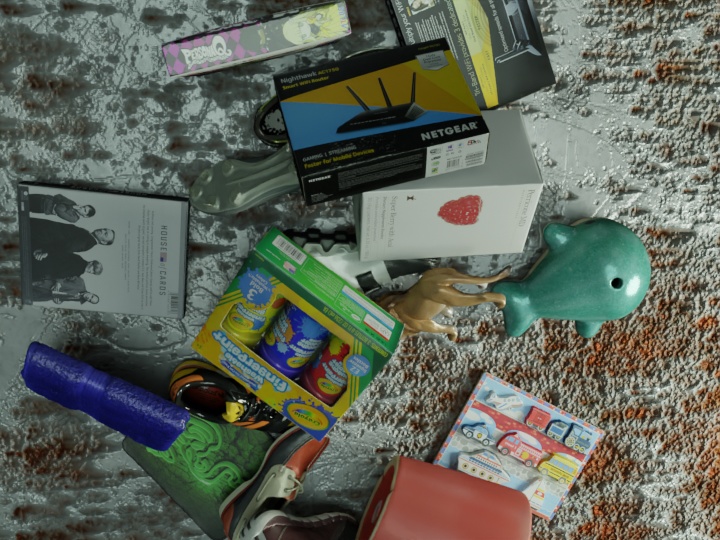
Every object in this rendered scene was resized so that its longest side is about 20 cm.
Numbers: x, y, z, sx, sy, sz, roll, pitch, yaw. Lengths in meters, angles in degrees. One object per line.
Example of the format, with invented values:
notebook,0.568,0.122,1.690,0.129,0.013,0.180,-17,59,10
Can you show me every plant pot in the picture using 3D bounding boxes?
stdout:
plant pot,0.095,0.341,0.942,0.175,0.201,0.203,25,100,-1

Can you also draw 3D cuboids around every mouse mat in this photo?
mouse mat,-0.196,0.250,0.979,0.160,0.008,0.201,-39,102,4

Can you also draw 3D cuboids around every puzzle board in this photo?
puzzle board,0.217,0.245,1.011,0.197,0.017,0.153,27,99,-10

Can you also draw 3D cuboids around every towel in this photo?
towel,-0.304,0.157,0.877,0.197,0.148,0.050,26,68,-8

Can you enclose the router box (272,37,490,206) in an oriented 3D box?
router box,0.018,-0.160,0.776,0.196,0.151,0.051,-14,148,-7

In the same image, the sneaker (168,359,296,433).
sneaker,-0.143,0.171,0.917,0.196,0.090,0.071,16,97,-11

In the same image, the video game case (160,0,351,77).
video game case,-0.105,-0.240,0.776,0.178,0.200,0.036,-14,106,-2

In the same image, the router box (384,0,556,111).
router box,0.123,-0.284,0.861,0.155,0.052,0.203,-21,104,0

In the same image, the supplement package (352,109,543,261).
supplement package,0.091,-0.097,0.845,0.196,0.121,0.122,-4,143,-4

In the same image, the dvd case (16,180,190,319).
dvd case,-0.308,-0.022,0.887,0.196,0.025,0.153,5,109,-6

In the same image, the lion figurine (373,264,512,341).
lion figurine,0.083,0.036,0.888,0.120,0.074,0.201,14,141,-21

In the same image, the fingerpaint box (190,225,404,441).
fingerpaint box,-0.076,0.079,0.877,0.199,0.074,0.168,37,118,-4

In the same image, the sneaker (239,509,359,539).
sneaker,-0.057,0.371,0.927,0.198,0.116,0.076,19,114,-43

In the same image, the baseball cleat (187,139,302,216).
baseball cleat,-0.104,-0.101,0.875,0.197,0.106,0.071,-12,73,26

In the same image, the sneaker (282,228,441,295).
sneaker,0.000,0.000,0.911,0.196,0.074,0.090,4,109,2

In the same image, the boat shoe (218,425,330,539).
boat shoe,-0.104,0.276,0.947,0.200,0.063,0.071,-47,134,8

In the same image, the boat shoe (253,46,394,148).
boat shoe,-0.033,-0.202,0.862,0.198,0.061,0.073,-27,103,1

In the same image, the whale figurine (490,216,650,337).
whale figurine,0.266,0.018,0.918,0.197,0.104,0.162,-22,104,0
